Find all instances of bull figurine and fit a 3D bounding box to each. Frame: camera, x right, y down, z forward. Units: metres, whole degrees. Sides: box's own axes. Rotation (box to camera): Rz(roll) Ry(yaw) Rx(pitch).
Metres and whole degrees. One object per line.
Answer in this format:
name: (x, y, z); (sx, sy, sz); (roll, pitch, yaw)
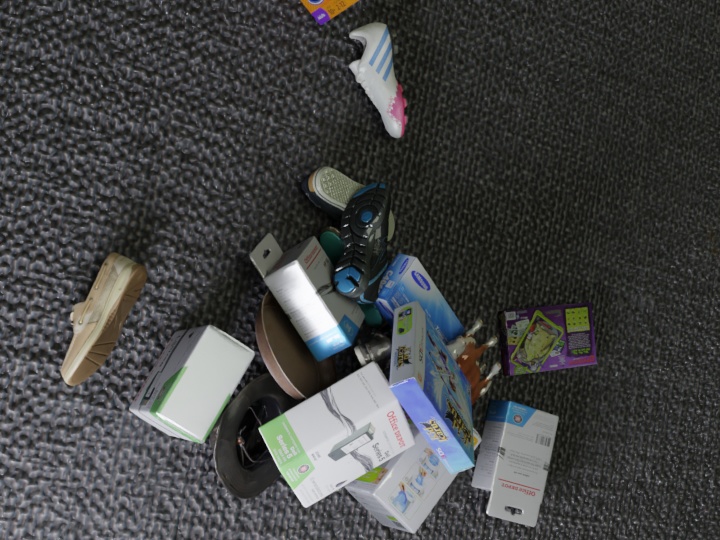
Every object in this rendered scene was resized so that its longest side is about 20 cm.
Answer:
bull figurine: (0.179, 0.158, 1.664); (0.121, 0.065, 0.200); (-36, 142, -24)

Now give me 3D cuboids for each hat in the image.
hat: (-0.174, 0.244, 1.501); (0.200, 0.081, 0.201); (-12, 106, -51)

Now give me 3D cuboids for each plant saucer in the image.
plant saucer: (-0.104, 0.124, 1.522); (0.034, 0.200, 0.200); (-27, 102, 19)

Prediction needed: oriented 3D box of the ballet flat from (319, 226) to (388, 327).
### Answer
ballet flat: (0.000, 0.000, 1.632); (0.075, 0.068, 0.200); (-47, 114, -44)

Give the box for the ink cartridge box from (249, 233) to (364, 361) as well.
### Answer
ink cartridge box: (-0.081, 0.027, 1.538); (0.200, 0.067, 0.116); (58, 21, -12)

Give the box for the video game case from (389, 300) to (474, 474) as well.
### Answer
video game case: (0.112, 0.176, 1.491); (0.200, 0.045, 0.181); (56, 23, -29)

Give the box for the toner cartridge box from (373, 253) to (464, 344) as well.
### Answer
toner cartridge box: (0.097, 0.072, 1.640); (0.095, 0.043, 0.200); (-55, 132, -21)

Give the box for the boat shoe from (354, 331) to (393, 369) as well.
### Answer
boat shoe: (0.030, 0.130, 1.555); (0.057, 0.200, 0.067); (-25, 88, 2)

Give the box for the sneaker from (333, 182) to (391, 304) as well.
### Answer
sneaker: (0.010, -0.043, 1.565); (0.082, 0.073, 0.200); (39, 61, -51)

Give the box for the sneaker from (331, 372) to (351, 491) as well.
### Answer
sneaker: (-0.042, 0.263, 1.589); (0.082, 0.075, 0.200); (21, 87, -33)

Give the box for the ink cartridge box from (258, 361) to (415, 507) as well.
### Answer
ink cartridge box: (-0.031, 0.246, 1.462); (0.200, 0.084, 0.146); (-29, 142, -6)

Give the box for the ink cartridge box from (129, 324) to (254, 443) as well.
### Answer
ink cartridge box: (-0.248, 0.162, 1.412); (0.084, 0.200, 0.146); (35, 71, -17)

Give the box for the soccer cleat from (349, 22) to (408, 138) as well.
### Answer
soccer cleat: (0.026, -0.321, 1.667); (0.086, 0.070, 0.200); (-9, 88, -11)

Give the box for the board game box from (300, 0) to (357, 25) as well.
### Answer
board game box: (-0.022, -0.558, 1.576); (0.200, 0.200, 0.200); (-47, 108, -23)

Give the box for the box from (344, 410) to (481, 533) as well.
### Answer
box: (0.088, 0.318, 1.618); (0.101, 0.112, 0.200); (47, 68, -14)

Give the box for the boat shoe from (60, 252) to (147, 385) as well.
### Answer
boat shoe: (-0.386, 0.071, 1.428); (0.064, 0.071, 0.200); (27, 81, 13)

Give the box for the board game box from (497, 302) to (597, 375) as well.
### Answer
board game box: (0.348, 0.125, 1.813); (0.200, 0.032, 0.120); (-3, 84, -26)

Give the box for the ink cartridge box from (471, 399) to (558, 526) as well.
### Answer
ink cartridge box: (0.270, 0.341, 1.735); (0.116, 0.067, 0.200); (20, 77, -25)

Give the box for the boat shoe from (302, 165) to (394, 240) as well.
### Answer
boat shoe: (-0.018, -0.109, 1.626); (0.200, 0.062, 0.075); (32, 67, -37)
